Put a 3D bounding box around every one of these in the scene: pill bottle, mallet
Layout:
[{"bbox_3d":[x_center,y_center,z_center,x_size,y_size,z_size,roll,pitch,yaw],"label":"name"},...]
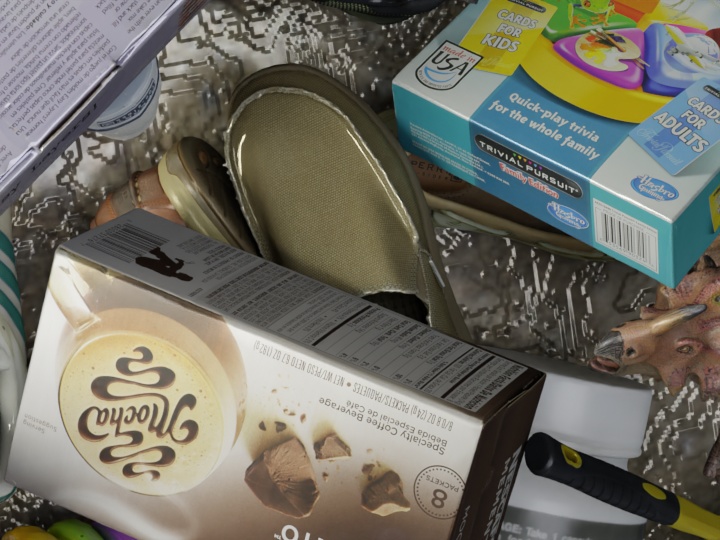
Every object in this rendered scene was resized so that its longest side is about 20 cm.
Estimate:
[{"bbox_3d":[0.071,0.142,1.271,0.114,0.114,0.201,11,93,-19],"label":"pill bottle"},{"bbox_3d":[0.142,0.115,1.189,0.200,0.041,0.066,17,50,-47],"label":"mallet"}]

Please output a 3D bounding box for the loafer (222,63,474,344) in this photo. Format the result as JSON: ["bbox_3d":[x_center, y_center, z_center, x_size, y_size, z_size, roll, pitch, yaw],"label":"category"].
[{"bbox_3d":[0.000,0.000,1.196,0.076,0.067,0.200,-30,89,13],"label":"loafer"}]

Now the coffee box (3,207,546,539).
[{"bbox_3d":[-0.037,0.066,1.143,0.200,0.080,0.113,22,111,16],"label":"coffee box"}]

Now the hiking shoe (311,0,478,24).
[{"bbox_3d":[-0.041,-0.165,1.203,0.199,0.101,0.076,16,91,-19],"label":"hiking shoe"}]

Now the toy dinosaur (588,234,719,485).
[{"bbox_3d":[0.181,0.005,1.221,0.086,0.136,0.200,35,63,7],"label":"toy dinosaur"}]

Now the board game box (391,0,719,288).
[{"bbox_3d":[0.134,-0.101,1.218,0.200,0.151,0.047,-46,149,-27],"label":"board game box"}]

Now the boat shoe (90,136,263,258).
[{"bbox_3d":[-0.050,0.036,1.248,0.067,0.072,0.200,-30,104,14],"label":"boat shoe"}]

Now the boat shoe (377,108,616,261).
[{"bbox_3d":[0.095,-0.039,1.284,0.199,0.063,0.074,1,96,-19],"label":"boat shoe"}]

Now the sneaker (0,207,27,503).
[{"bbox_3d":[-0.176,0.009,1.183,0.070,0.093,0.201,-9,100,-17],"label":"sneaker"}]

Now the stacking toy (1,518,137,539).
[{"bbox_3d":[-0.124,0.150,1.224,0.200,0.110,0.116,-20,92,-27],"label":"stacking toy"}]

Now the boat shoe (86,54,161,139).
[{"bbox_3d":[-0.151,-0.137,1.188,0.075,0.086,0.202,-40,78,-5],"label":"boat shoe"}]

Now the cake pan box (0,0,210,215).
[{"bbox_3d":[-0.180,-0.118,1.105,0.184,0.052,0.200,41,80,6],"label":"cake pan box"}]
